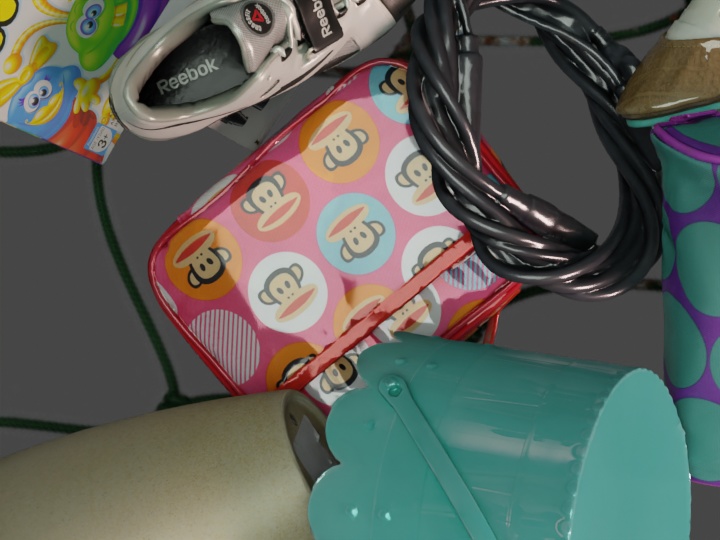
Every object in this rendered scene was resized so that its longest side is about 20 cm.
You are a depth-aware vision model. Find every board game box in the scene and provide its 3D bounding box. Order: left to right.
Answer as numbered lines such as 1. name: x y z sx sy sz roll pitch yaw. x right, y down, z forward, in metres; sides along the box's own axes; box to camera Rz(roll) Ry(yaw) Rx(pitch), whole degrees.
1. board game box: -0.200 -0.144 1.056 0.105 0.200 0.104 33 95 29

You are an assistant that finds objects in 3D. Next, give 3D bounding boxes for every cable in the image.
1. cable: 0.091 -0.079 1.074 0.163 0.051 0.201 -38 93 -35

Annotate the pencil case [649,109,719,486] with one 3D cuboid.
1. pencil case: 0.194 0.014 1.046 0.084 0.092 0.202 -12 118 -14

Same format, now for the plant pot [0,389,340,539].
1. plant pot: -0.099 0.150 1.057 0.199 0.187 0.188 -29 89 15

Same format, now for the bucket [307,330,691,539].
1. bucket: 0.076 0.134 1.015 0.134 0.207 0.209 2 92 28

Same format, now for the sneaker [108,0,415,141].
1. sneaker: -0.039 -0.127 1.024 0.199 0.089 0.074 -35 98 0

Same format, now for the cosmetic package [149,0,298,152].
1. cosmetic package: -0.039 -0.170 1.105 0.051 0.082 0.201 36 96 32

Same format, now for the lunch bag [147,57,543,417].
1. lunch bag: 0.000 0.000 1.116 0.200 0.082 0.177 -40 92 6

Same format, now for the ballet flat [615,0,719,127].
1. ballet flat: 0.224 -0.133 1.070 0.198 0.068 0.073 -14 107 -10
